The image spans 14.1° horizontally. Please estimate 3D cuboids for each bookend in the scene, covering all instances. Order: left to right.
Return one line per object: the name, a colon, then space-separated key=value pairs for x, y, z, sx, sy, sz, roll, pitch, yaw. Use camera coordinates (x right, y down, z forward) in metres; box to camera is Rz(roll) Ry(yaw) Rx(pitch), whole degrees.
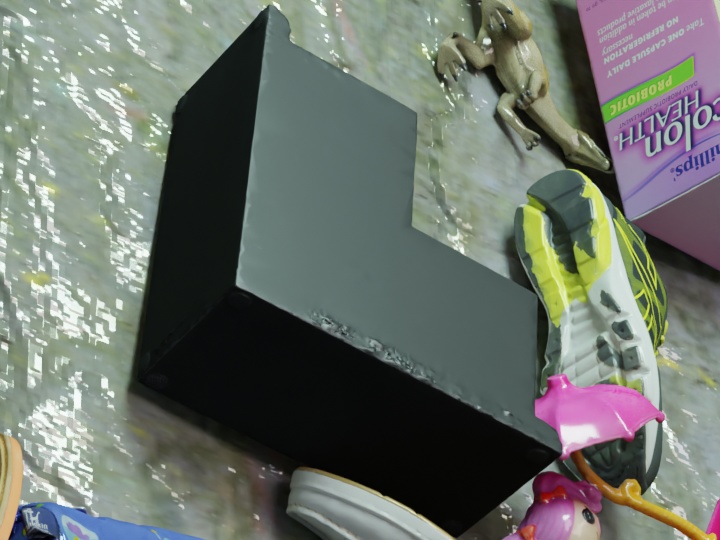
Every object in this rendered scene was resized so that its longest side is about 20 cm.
bookend: x=0.000 y=0.000 z=1.491 sx=0.198 sy=0.092 sz=0.201 roll=27 pitch=43 yaw=-24

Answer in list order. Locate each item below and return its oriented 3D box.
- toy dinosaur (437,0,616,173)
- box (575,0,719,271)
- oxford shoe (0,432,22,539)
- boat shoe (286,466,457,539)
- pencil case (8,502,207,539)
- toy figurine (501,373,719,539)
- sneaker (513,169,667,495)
toy dinosaur: x=0.087 y=-0.141 z=1.749 sx=0.101 sy=0.058 sz=0.201 roll=-12 pitch=79 yaw=-65
box: x=0.232 y=-0.107 z=1.806 sx=0.176 sy=0.097 sz=0.201 roll=24 pitch=46 yaw=-46
oxford shoe: x=-0.203 y=0.128 z=1.222 sx=0.073 sy=0.071 sz=0.200 roll=39 pitch=41 yaw=-11
boat shoe: x=0.039 y=0.172 z=1.440 sx=0.200 sy=0.071 sz=0.069 roll=34 pitch=81 yaw=-1
pencil case: x=-0.087 y=0.154 z=1.315 sx=0.199 sy=0.078 sz=0.087 roll=14 pitch=51 yaw=-40
toy figurine: x=0.137 y=0.147 z=1.520 sx=0.184 sy=0.150 sz=0.200 roll=37 pitch=69 yaw=-14
sneaker: x=0.149 y=0.038 z=1.651 sx=0.084 sy=0.074 sz=0.201 roll=20 pitch=53 yaw=-46
